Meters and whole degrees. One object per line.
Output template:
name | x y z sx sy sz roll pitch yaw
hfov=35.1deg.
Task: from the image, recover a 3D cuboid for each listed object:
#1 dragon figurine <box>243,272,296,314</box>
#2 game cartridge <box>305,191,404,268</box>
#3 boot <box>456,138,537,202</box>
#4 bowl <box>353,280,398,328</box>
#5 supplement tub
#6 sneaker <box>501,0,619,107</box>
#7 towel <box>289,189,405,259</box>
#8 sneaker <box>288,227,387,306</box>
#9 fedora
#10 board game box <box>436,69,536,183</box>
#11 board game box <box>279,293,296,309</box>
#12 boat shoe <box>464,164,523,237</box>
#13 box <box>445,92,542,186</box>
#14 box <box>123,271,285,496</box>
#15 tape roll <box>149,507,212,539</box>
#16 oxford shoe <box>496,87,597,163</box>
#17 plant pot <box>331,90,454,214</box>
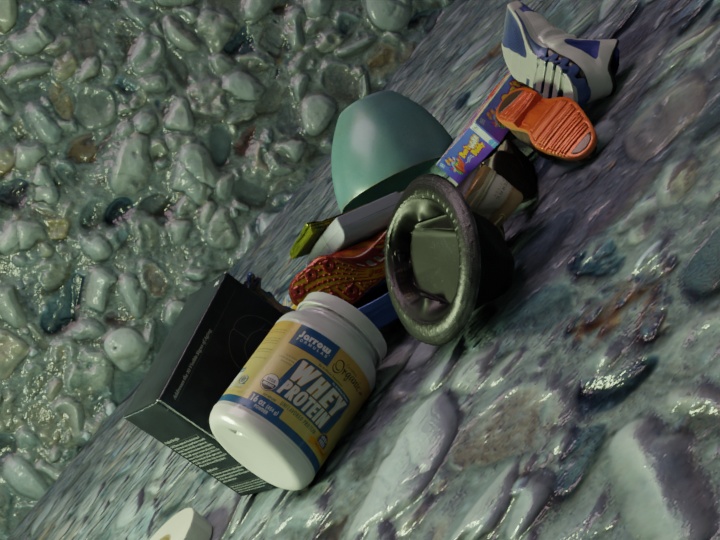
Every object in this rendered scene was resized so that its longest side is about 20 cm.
dragon figurine | -0.118 0.069 1.585 0.059 0.099 0.200 -56 -18 -16
game cartridge | -0.007 -0.035 1.541 0.132 0.041 0.200 -21 -16 -20
boot | 0.149 -0.086 1.452 0.150 0.073 0.200 -43 8 21
bowl | 0.022 0.031 1.503 0.199 0.040 0.201 -29 13 7
supplement tub | -0.070 0.141 1.349 0.201 0.144 0.144 -54 13 -26
sneaker | 0.272 -0.276 1.488 0.081 0.114 0.200 96 153 -43
towel | -0.003 -0.068 1.538 0.198 0.018 0.086 -22 -15 -31
sneaker | 0.000 0.000 1.459 0.198 0.074 0.077 -24 -5 -12
fedora | 0.105 -0.012 1.248 0.200 0.090 0.204 0 90 63
board game box | 0.197 -0.227 1.587 0.201 0.045 0.134 -53 3 -28
board game box | -0.123 0.120 1.755 0.200 0.034 0.137 -40 42 38
boat shoe | 0.140 -0.041 1.350 0.074 0.069 0.201 -58 -7 -30
box | 0.193 -0.163 1.638 0.200 0.036 0.145 -42 12 24
box | -0.162 0.148 1.463 0.123 0.196 0.202 -25 33 52
tape roll | -0.276 0.409 1.522 0.203 0.037 0.203 -46 12 13
oxford shoe | 0.243 -0.169 1.404 0.071 0.073 0.200 -46 30 4
plant pot | 0.036 -0.186 1.692 0.198 0.136 0.200 -23 -8 -3
